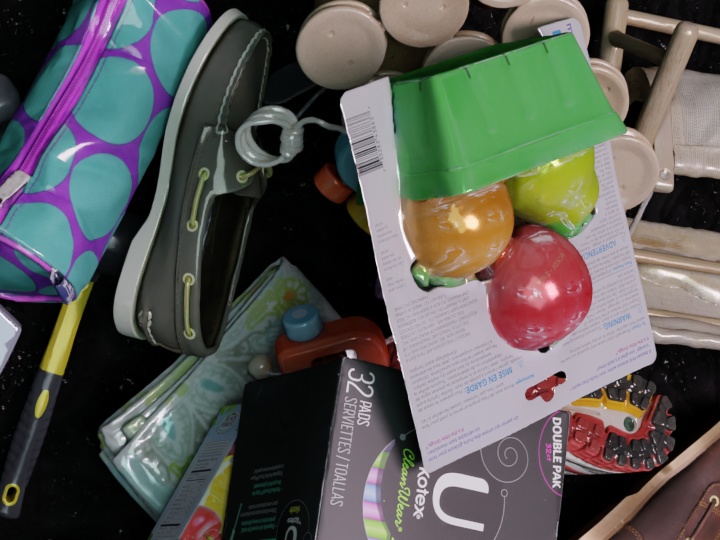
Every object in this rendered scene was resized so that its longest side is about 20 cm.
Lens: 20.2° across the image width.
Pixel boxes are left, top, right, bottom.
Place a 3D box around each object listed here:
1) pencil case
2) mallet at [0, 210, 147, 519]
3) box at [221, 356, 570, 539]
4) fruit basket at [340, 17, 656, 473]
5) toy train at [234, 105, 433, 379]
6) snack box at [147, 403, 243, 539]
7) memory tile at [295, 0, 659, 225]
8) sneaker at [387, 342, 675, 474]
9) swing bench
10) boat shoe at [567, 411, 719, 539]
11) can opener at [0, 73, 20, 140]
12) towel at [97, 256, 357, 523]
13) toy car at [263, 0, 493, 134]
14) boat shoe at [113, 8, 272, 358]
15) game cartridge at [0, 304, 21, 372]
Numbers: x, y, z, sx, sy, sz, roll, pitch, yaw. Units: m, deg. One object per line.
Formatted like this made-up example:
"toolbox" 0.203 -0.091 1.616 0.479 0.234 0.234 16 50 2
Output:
"pencil case" -0.159 -0.079 1.144 0.085 0.092 0.200 17 69 18
"mallet" -0.192 0.049 1.205 0.066 0.041 0.200 25 94 -16
"box" 0.011 0.164 1.089 0.148 0.124 0.200 14 74 -26
"fruit basket" 0.073 -0.018 1.066 0.185 0.094 0.200 -23 109 -38
"toy train" 0.000 0.000 1.138 0.150 0.056 0.200 -11 122 -1
"snack box" -0.025 0.188 1.167 0.200 0.053 0.142 37 68 -19
"memory tile" 0.069 -0.092 1.133 0.153 0.017 0.200 -27 120 10
"sneaker" 0.093 0.092 1.256 0.200 0.082 0.078 19 67 -22
"swing bench" 0.241 -0.050 1.263 0.199 0.130 0.200 9 103 -17
"boat shoe" 0.197 0.157 1.274 0.200 0.070 0.070 -36 82 -33
"can opener" -0.293 -0.075 1.146 0.200 0.067 0.053 -14 143 -19
"towel" -0.042 0.117 1.223 0.171 0.048 0.200 -46 105 -22
"toy car" 0.005 -0.171 1.176 0.158 0.164 0.200 37 99 -16
"boat shoe" -0.084 -0.049 1.172 0.060 0.072 0.202 20 97 20
"game cartridge" -0.301 0.071 1.176 0.200 0.041 0.133 -45 102 -6
